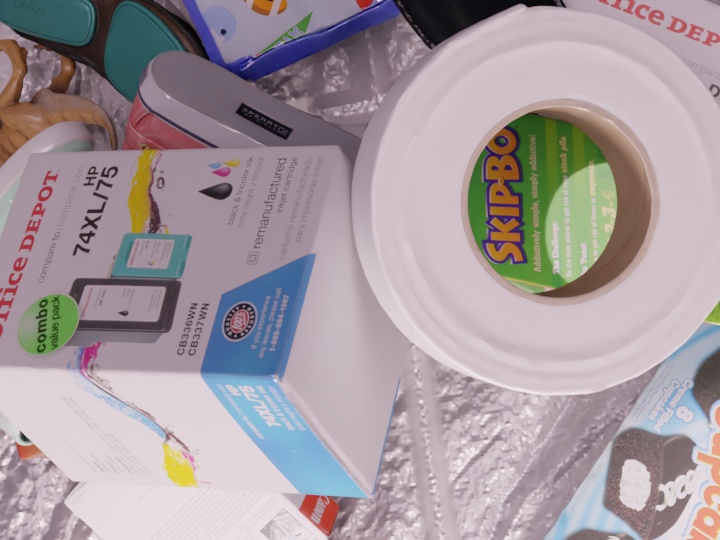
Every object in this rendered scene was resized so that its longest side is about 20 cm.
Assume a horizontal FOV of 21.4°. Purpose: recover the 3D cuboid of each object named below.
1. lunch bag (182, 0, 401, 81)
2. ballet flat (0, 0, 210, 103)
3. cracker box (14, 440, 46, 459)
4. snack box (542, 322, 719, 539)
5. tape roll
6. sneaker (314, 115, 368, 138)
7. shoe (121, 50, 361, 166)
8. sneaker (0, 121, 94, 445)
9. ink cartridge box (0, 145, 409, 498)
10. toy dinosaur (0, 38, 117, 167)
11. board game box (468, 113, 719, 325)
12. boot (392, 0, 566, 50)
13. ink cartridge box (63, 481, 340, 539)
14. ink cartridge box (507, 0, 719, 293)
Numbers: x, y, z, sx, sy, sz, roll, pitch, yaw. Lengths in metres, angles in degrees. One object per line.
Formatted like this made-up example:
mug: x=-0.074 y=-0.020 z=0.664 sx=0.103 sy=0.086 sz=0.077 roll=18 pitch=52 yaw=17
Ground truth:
lunch bag: x=-0.041 y=-0.232 z=1.197 sx=0.170 sy=0.124 sz=0.201 roll=-24 pitch=72 yaw=13
ballet flat: x=-0.153 y=-0.156 z=1.238 sx=0.200 sy=0.068 sz=0.068 roll=32 pitch=117 yaw=27
cracker box: x=-0.142 y=0.032 z=1.241 sx=0.199 sy=0.058 sz=0.134 roll=-18 pitch=82 yaw=17
snack box: x=0.197 y=0.135 z=1.132 sx=0.116 sy=0.037 sz=0.200 roll=35 pitch=96 yaw=17
tape roll: x=0.097 y=-0.037 z=1.006 sx=0.202 sy=0.071 sz=0.203 roll=0 pitch=91 yaw=-8
sneaker: x=0.000 y=0.000 z=1.192 sx=0.087 sy=0.075 sz=0.201 roll=-2 pitch=86 yaw=13
shoe: x=-0.055 y=-0.046 z=1.151 sx=0.200 sy=0.072 sz=0.091 roll=30 pitch=129 yaw=3
sneaker: x=-0.189 y=0.013 z=1.179 sx=0.118 sy=0.074 sz=0.201 roll=40 pitch=116 yaw=23
ink cartridge box: x=-0.092 y=0.029 z=1.074 sx=0.199 sy=0.146 sz=0.147 roll=0 pitch=59 yaw=24
toy dinosaur: x=-0.209 y=-0.104 z=1.268 sx=0.200 sy=0.060 sz=0.107 roll=-15 pitch=79 yaw=43
board game box: x=0.134 y=-0.033 z=1.082 sx=0.199 sy=0.030 sz=0.096 roll=13 pitch=90 yaw=12
boot: x=0.031 y=-0.173 z=1.042 sx=0.200 sy=0.168 sz=0.076 roll=46 pitch=102 yaw=3
ink cartridge box: x=-0.075 y=0.168 z=1.196 sx=0.200 sy=0.050 sz=0.109 roll=44 pitch=109 yaw=-7
ink cartridge box: x=0.157 y=-0.072 z=1.137 sx=0.146 sy=0.084 sz=0.201 roll=24 pitch=94 yaw=17
